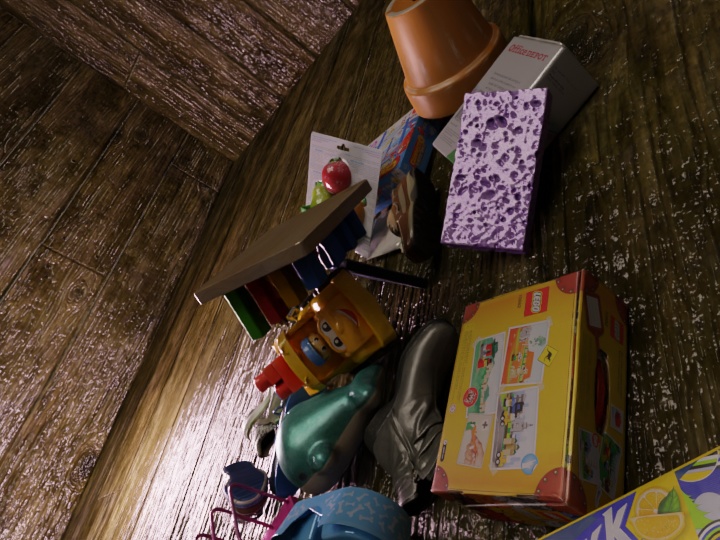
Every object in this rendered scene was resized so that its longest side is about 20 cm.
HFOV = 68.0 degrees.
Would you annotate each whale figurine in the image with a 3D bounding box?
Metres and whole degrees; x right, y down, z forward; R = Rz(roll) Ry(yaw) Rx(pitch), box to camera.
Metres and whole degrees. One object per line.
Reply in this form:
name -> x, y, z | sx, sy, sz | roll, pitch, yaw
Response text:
whale figurine -> -0.044, 0.203, 0.723 | 0.201, 0.103, 0.159 | -56, 2, 25

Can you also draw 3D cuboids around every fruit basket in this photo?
fruit basket -> -0.035, -0.147, 1.025 | 0.184, 0.093, 0.204 | 23, 111, 36

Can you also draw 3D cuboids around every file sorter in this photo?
file sorter -> -0.173, 0.421, 0.730 | 0.202, 0.124, 0.139 | -57, 26, 4

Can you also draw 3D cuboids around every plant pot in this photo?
plant pot -> 0.141, -0.410, 0.950 | 0.198, 0.184, 0.202 | -26, 38, 22

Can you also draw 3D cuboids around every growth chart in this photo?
growth chart -> 0.062, -0.081, 0.990 | 0.199, 0.018, 0.147 | -13, 50, 59

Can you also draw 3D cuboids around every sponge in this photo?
sponge -> 0.172, -0.126, 0.682 | 0.110, 0.030, 0.204 | 9, 88, 33

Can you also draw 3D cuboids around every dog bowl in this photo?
dog bowl -> -0.020, 0.301, 0.606 | 0.199, 0.111, 0.050 | -36, 18, 42

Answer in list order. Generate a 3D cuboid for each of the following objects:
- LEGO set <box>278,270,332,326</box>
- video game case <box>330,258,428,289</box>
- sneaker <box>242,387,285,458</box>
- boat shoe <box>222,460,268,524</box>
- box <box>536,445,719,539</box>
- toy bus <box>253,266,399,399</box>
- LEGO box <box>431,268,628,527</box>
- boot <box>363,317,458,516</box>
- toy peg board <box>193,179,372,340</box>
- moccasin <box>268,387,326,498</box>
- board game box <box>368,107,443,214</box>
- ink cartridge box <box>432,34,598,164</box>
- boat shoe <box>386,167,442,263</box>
LEGO set -> -0.075, 0.044, 1.048 | 0.202, 0.115, 0.154 | -61, -6, -13
video game case -> 0.000, 0.000, 0.867 | 0.199, 0.141, 0.019 | 11, 87, 64
sneaker -> -0.136, 0.252, 0.949 | 0.202, 0.076, 0.089 | -57, 36, 17
boat shoe -> -0.185, 0.372, 0.882 | 0.200, 0.071, 0.074 | 160, 97, -73
box -> 0.193, 0.196, 0.356 | 0.200, 0.064, 0.071 | -46, 26, 28
toy bus -> -0.063, 0.109, 0.753 | 0.191, 0.136, 0.200 | -37, -4, -21
LEGO box -> 0.158, 0.119, 0.496 | 0.148, 0.077, 0.203 | -25, 41, 51
boot -> 0.084, 0.168, 0.619 | 0.203, 0.067, 0.131 | -64, 28, 7
toy peg board -> -0.079, -0.008, 0.714 | 0.197, 0.099, 0.200 | -22, 18, 33
moccasin -> -0.115, 0.258, 0.870 | 0.068, 0.080, 0.203 | -27, 38, 56
board game box -> 0.063, -0.217, 1.080 | 0.199, 0.056, 0.198 | -28, 33, 49
ink cartridge box -> 0.215, -0.223, 0.771 | 0.201, 0.087, 0.146 | -53, 26, 16
boat shoe -> 0.083, -0.083, 0.873 | 0.073, 0.075, 0.202 | -33, 31, 31
